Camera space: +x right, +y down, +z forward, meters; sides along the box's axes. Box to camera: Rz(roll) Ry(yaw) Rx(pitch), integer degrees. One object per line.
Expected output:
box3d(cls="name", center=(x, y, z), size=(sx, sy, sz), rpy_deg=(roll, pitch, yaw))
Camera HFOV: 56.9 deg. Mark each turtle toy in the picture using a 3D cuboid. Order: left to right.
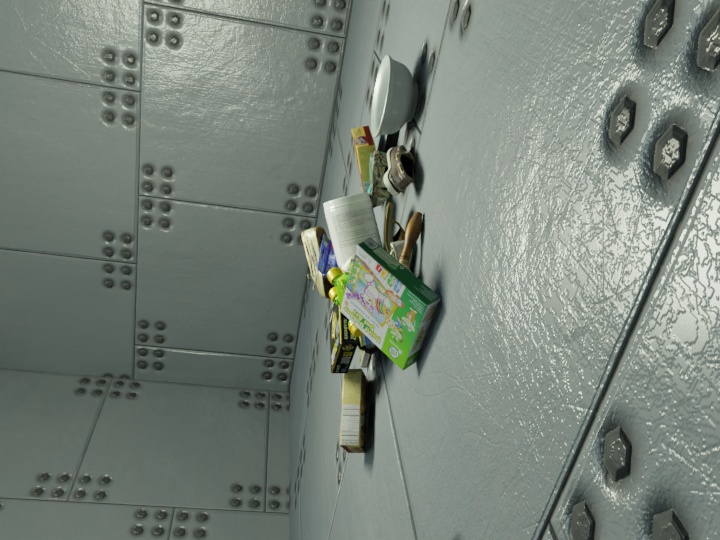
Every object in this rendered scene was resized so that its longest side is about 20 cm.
box3d(cls="turtle toy", center=(-0.004, 0.047, 1.534), size=(0.146, 0.101, 0.200), rpy_deg=(57, 161, 33))

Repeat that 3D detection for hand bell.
box3d(cls="hand bell", center=(0.099, -0.032, 1.438), size=(0.104, 0.104, 0.201), rpy_deg=(153, 136, -78))

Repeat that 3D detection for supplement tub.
box3d(cls="supplement tub", center=(-0.015, -0.097, 1.780), size=(0.132, 0.131, 0.201), rpy_deg=(-172, 69, -80))

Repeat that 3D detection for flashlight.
box3d(cls="flashlight", center=(-0.004, 0.172, 1.783), size=(0.068, 0.068, 0.200), rpy_deg=(-64, 22, -2))

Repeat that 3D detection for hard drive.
box3d(cls="hard drive", center=(0.070, -0.371, 1.915), size=(0.200, 0.033, 0.140), rpy_deg=(-104, 23, -64))

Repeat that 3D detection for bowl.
box3d(cls="bowl", center=(0.090, -0.428, 1.663), size=(0.201, 0.090, 0.202), rpy_deg=(-173, 90, -81))

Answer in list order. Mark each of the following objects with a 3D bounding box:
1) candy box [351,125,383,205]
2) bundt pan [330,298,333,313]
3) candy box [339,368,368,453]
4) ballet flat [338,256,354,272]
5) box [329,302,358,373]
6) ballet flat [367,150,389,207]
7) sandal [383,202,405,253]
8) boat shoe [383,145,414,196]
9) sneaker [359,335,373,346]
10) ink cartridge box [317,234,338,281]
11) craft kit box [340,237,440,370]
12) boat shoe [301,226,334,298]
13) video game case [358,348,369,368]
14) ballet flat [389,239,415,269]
box3d(cls="candy box", center=(0.020, -0.294, 1.895), size=(0.117, 0.056, 0.201), rpy_deg=(-103, 3, -50))
box3d(cls="bundt pan", center=(-0.047, 0.068, 2.032), size=(0.202, 0.075, 0.203), rpy_deg=(3, -90, -85))
box3d(cls="candy box", center=(-0.016, 0.373, 1.760), size=(0.116, 0.055, 0.201), rpy_deg=(68, -158, -64))
box3d(cls="ballet flat", center=(0.000, 0.000, 1.661), size=(0.200, 0.068, 0.068), rpy_deg=(10, 107, 47))
box3d(cls="box", center=(-0.045, 0.153, 1.697), size=(0.200, 0.049, 0.160), rpy_deg=(107, 160, -59))
box3d(cls="ballet flat", center=(0.051, -0.232, 1.810), size=(0.068, 0.075, 0.201), rpy_deg=(-77, -2, -50))
box3d(cls="sandal", center=(0.085, -0.064, 1.589), size=(0.080, 0.054, 0.201), rpy_deg=(-104, 7, -78))
box3d(cls="boat shoe", center=(0.100, -0.248, 1.578), size=(0.059, 0.072, 0.200), rpy_deg=(-30, 24, 26))
box3d(cls="sneaker", center=(0.042, 0.115, 1.656), size=(0.200, 0.082, 0.074), rpy_deg=(-81, -17, -53))
box3d(cls="ink cartridge box", center=(-0.047, -0.005, 1.863), size=(0.200, 0.042, 0.120), rpy_deg=(44, -135, -43))
box3d(cls="craft kit box", center=(0.053, 0.069, 1.346), size=(0.200, 0.048, 0.198), rpy_deg=(41, 141, 27))
box3d(cls="boat shoe", center=(-0.116, -0.019, 1.851), size=(0.073, 0.062, 0.201), rpy_deg=(-5, -95, -60))
box3d(cls="video game case", center=(0.022, 0.142, 1.889), size=(0.182, 0.023, 0.201), rpy_deg=(-97, 17, -54))
box3d(cls="ballet flat", center=(0.078, 0.029, 1.503), size=(0.069, 0.069, 0.201), rpy_deg=(-146, 63, -79))
